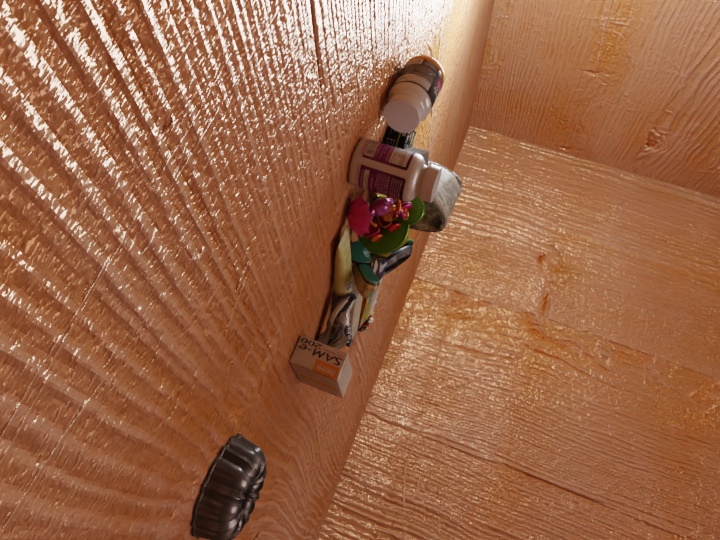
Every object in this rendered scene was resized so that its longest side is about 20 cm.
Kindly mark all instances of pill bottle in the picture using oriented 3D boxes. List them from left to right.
[{"bbox_3d":[0.081,-0.224,1.424,0.112,0.198,0.113,19,90,-80],"label":"pill bottle"},{"bbox_3d":[0.134,-0.444,1.564,0.117,0.115,0.201,96,16,-51],"label":"pill bottle"}]

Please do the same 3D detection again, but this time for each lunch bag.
[{"bbox_3d":[0.188,-0.208,1.743,0.140,0.166,0.201,108,8,-48],"label":"lunch bag"}]

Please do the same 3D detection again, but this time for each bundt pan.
[{"bbox_3d":[-0.241,0.426,1.191,0.202,0.075,0.204,19,90,-81],"label":"bundt pan"}]

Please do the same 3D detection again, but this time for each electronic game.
[{"bbox_3d":[0.082,-0.020,1.979,0.199,0.042,0.200,-32,173,-4],"label":"electronic game"}]

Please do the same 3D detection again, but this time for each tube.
[{"bbox_3d":[-0.045,-0.020,1.558,0.051,0.058,0.201,-20,142,-18],"label":"tube"}]

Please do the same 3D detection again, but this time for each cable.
[{"bbox_3d":[0.037,0.169,2.300,0.200,0.050,0.098,-43,153,-68],"label":"cable"}]

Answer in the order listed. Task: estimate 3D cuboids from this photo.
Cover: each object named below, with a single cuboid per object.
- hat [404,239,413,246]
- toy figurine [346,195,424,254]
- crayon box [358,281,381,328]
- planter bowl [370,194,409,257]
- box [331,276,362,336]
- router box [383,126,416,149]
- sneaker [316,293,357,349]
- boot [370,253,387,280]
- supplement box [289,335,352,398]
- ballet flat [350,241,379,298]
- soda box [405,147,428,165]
[{"bbox_3d":[0.069,-0.124,2.054,0.199,0.177,0.166,-24,163,-26],"label":"hat"},{"bbox_3d":[0.048,-0.137,1.545,0.151,0.199,0.184,66,17,13],"label":"toy figurine"},{"bbox_3d":[0.013,0.098,2.048,0.200,0.051,0.127,-44,150,-71],"label":"crayon box"},{"bbox_3d":[0.093,-0.125,1.828,0.200,0.083,0.203,5,90,-66],"label":"planter bowl"},{"bbox_3d":[-0.039,0.113,1.743,0.082,0.068,0.201,-61,165,-47],"label":"box"},{"bbox_3d":[0.094,-0.311,1.731,0.150,0.062,0.202,-15,123,-79],"label":"router box"},{"bbox_3d":[-0.049,0.156,1.636,0.201,0.085,0.077,-63,172,12],"label":"sneaker"},{"bbox_3d":[0.019,0.043,1.805,0.075,0.096,0.202,49,-46,50],"label":"boot"},{"bbox_3d":[-0.092,0.240,1.522,0.200,0.125,0.074,86,26,-67],"label":"supplement box"},{"bbox_3d":[0.000,0.000,1.622,0.201,0.070,0.071,-112,-152,-51],"label":"ballet flat"},{"bbox_3d":[0.095,-0.261,1.602,0.199,0.063,0.069,-28,129,-42],"label":"soda box"}]
